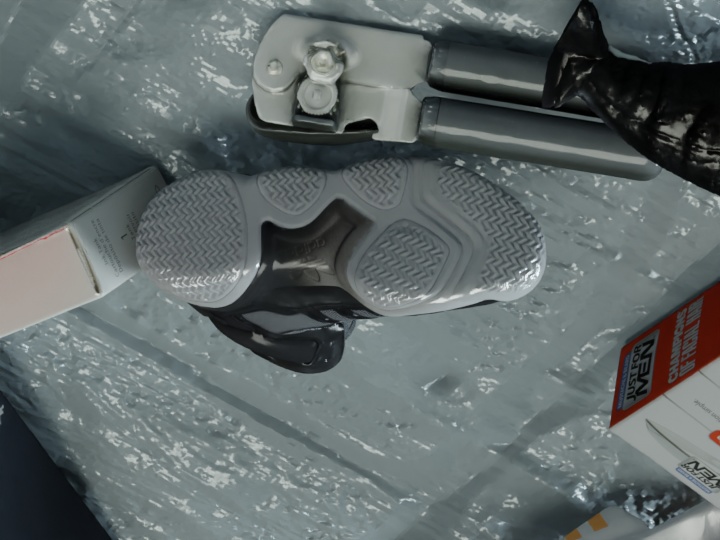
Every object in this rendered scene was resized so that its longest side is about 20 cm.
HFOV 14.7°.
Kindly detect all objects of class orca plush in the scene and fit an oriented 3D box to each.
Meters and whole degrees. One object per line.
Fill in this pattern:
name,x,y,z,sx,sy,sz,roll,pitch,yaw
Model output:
orca plush,0.182,-0.067,1.217,0.199,0.071,0.106,27,102,-8

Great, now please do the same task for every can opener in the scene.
can opener,0.045,-0.079,1.292,0.199,0.053,0.066,8,170,8

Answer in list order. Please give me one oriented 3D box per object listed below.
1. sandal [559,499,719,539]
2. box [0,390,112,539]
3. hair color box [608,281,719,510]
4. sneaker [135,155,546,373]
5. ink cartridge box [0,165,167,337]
sandal,0.158,0.156,1.487,0.206,0.059,0.079,-27,116,9
box,-0.261,0.167,1.535,0.197,0.124,0.200,-7,142,19
hair color box,0.228,0.041,1.346,0.111,0.064,0.200,36,130,-21
sneaker,0.000,0.000,1.340,0.199,0.076,0.114,2,158,17
ink cartridge box,-0.207,0.022,1.360,0.199,0.176,0.045,-22,98,31
